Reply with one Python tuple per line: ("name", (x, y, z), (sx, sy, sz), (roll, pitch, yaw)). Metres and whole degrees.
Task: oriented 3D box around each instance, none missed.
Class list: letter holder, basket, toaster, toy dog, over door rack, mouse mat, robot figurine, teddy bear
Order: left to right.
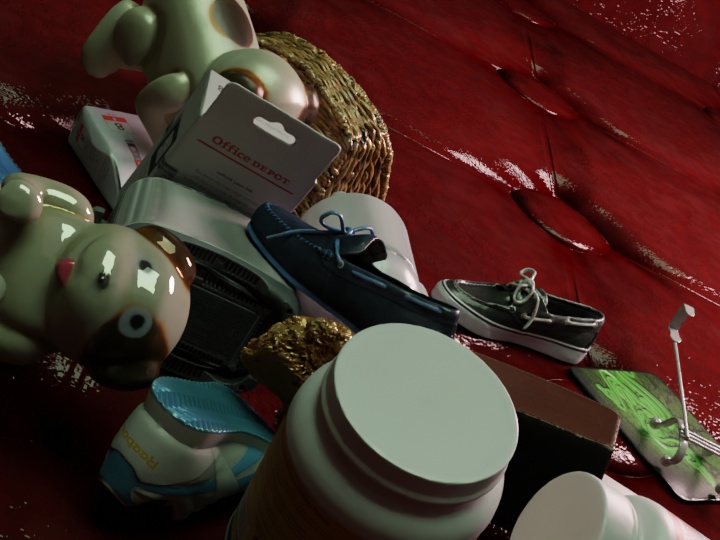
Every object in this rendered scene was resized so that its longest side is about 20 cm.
("toy dog", (-0.210, 0.018, 0.983), (0.199, 0.140, 0.194), (8, -30, 31))
("toaster", (-0.129, 0.010, 1.166), (0.199, 0.114, 0.129), (24, 23, -19))
("toy dog", (-0.125, -0.181, 1.326), (0.139, 0.194, 0.200), (17, 26, -54))
("basket", (-0.052, -0.164, 1.546), (0.200, 0.143, 0.149), (43, 28, 24))
("robot figurine", (-0.005, 0.006, 1.315), (0.169, 0.113, 0.200), (22, 26, -17))
("teddy bear", (-0.001, 0.112, 1.060), (0.200, 0.145, 0.067), (46, 59, -2))
("letter holder", (0.105, 0.124, 1.190), (0.199, 0.101, 0.142), (21, 21, 9))
("mouse mat", (0.322, 0.170, 1.520), (0.160, 0.008, 0.200), (7, 33, -43))
("over door rack", (0.380, 0.153, 1.511), (0.147, 0.067, 0.201), (26, 45, -12))

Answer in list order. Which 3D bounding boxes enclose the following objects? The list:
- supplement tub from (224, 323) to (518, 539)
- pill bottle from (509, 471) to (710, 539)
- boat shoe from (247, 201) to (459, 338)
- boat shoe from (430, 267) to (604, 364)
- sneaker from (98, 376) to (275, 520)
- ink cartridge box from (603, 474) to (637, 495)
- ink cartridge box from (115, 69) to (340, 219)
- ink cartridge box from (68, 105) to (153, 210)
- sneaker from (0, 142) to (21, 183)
("supplement tub", (0.005, 0.145, 0.929), (0.144, 0.201, 0.145), (15, 42, -14))
("pill bottle", (0.208, 0.232, 1.035), (0.199, 0.114, 0.114), (35, 21, -24))
("boat shoe", (0.000, 0.000, 1.139), (0.199, 0.069, 0.084), (37, 17, 17))
("boat shoe", (0.169, 0.038, 1.512), (0.198, 0.068, 0.074), (22, 26, -21))
("sneaker", (-0.110, 0.129, 1.015), (0.076, 0.081, 0.200), (42, 7, 27))
("ink cartridge box", (0.233, 0.261, 1.199), (0.176, 0.045, 0.200), (33, 25, 6))
("ink cartridge box", (-0.112, -0.085, 1.225), (0.115, 0.200, 0.067), (29, 37, -21))
("ink cartridge box", (-0.165, -0.074, 1.358), (0.161, 0.050, 0.200), (6, 32, -43))
("sneaker", (-0.330, -0.082, 1.160), (0.078, 0.066, 0.200), (-6, 44, -48))
